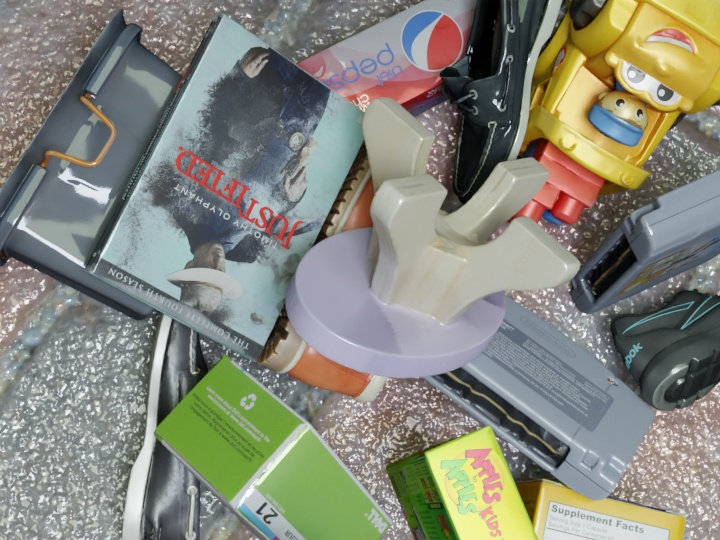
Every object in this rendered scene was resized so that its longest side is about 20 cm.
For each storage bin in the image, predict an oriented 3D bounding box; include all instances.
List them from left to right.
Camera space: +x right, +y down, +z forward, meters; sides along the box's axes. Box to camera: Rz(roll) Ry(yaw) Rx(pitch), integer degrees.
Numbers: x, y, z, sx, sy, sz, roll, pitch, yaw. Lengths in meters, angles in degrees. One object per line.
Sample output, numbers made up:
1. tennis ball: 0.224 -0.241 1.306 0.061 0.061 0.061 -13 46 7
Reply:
1. storage bin: -0.172 -0.066 0.925 0.133 0.145 0.201 31 78 -9

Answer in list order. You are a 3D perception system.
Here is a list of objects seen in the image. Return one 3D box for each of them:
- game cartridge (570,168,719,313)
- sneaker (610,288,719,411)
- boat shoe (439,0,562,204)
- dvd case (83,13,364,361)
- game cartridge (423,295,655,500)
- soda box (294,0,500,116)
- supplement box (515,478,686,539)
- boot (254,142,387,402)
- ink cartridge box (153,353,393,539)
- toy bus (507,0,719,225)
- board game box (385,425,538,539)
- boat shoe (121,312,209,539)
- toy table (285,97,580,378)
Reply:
1. game cartridge: 0.235 -0.027 0.921 0.132 0.200 0.042 -20 77 -9
2. sneaker: 0.284 0.040 0.977 0.198 0.076 0.079 -14 44 -25
3. boat shoe: 0.092 -0.146 0.934 0.065 0.075 0.201 11 107 -23
4. dvd case: -0.088 -0.056 0.896 0.145 0.022 0.202 32 81 -30
5. game cartridge: 0.117 0.075 0.926 0.199 0.133 0.041 37 122 12
6. soda box: 0.023 -0.154 0.994 0.199 0.063 0.071 -28 83 -11
7. supplement box: 0.149 0.261 0.903 0.108 0.110 0.202 14 79 -3
8. boot: 0.000 0.000 0.967 0.106 0.075 0.202 27 71 -20
9. ink cartridge box: -0.027 0.163 0.839 0.076 0.148 0.199 -47 47 -13
10. toy bus: 0.177 -0.116 0.936 0.135 0.200 0.193 30 83 -9
11. board game box: 0.068 0.168 0.865 0.047 0.200 0.103 -22 82 -9
12. boat shoe: -0.130 0.105 0.923 0.060 0.074 0.203 9 79 -6
13. toy table: 0.049 -0.016 0.853 0.183 0.200 0.118 37 120 13
